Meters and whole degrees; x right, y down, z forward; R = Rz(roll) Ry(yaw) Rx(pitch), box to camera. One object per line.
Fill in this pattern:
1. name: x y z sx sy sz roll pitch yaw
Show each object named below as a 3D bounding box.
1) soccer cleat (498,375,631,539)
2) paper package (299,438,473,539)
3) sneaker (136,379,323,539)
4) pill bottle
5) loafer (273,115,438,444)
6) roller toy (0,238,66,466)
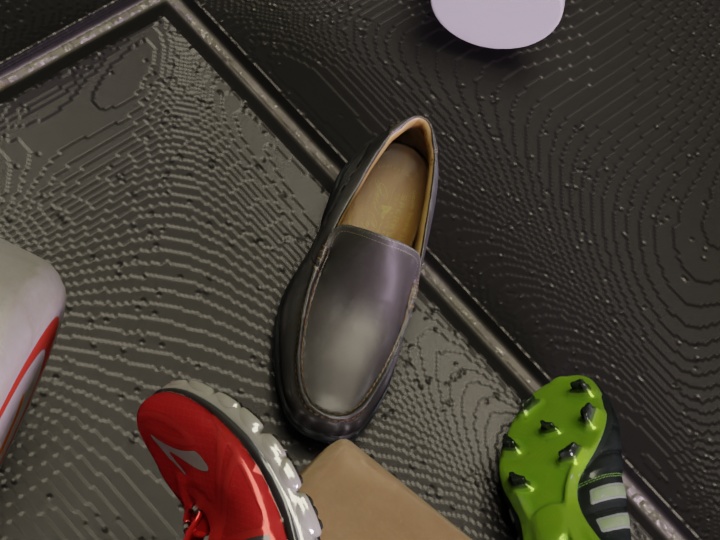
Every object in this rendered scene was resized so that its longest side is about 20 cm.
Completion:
1. soccer cleat: 0.115 0.139 1.202 0.067 0.081 0.201 -18 36 15
2. paper package: -0.010 0.217 1.082 0.190 0.104 0.200 38 54 9
3. sneaker: -0.057 0.138 1.011 0.085 0.077 0.201 -22 67 -23
4. pill bottle: 0.094 -0.240 1.411 0.108 0.109 0.201 15 54 -8
5. loafer: 0.000 0.000 1.245 0.072 0.072 0.201 17 55 -8
6. roller toy: -0.235 0.058 1.066 0.139 0.201 0.183 25 24 -1
